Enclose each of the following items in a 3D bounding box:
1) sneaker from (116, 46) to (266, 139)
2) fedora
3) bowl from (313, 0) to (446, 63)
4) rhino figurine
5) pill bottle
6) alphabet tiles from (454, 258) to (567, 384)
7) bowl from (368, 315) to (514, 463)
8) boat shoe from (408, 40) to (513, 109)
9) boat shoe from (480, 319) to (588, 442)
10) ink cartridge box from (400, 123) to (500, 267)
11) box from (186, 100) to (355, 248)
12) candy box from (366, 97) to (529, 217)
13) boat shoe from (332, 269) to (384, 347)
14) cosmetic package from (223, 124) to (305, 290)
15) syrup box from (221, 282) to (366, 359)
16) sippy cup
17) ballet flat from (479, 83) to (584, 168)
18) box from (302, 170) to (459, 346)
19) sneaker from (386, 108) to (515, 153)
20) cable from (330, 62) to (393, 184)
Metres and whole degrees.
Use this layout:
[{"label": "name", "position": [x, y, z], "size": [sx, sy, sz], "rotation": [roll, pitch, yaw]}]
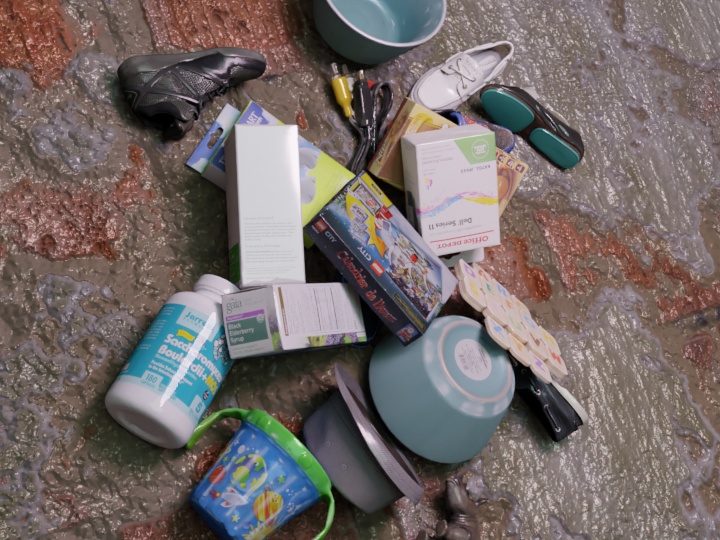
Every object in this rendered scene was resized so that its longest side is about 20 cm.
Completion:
[{"label": "sneaker", "position": [-0.213, -0.233, 1.479], "size": [0.199, 0.076, 0.115], "rotation": [-12, 78, -25]}, {"label": "fedora", "position": [-0.008, 0.222, 1.375], "size": [0.090, 0.177, 0.200], "rotation": [-36, 70, 1]}, {"label": "bowl", "position": [0.011, -0.377, 1.601], "size": [0.200, 0.105, 0.201], "rotation": [12, 60, -21]}, {"label": "rhino figurine", "position": [0.119, 0.348, 1.419], "size": [0.087, 0.060, 0.201], "rotation": [30, 59, -34]}, {"label": "pill bottle", "position": [-0.211, 0.103, 1.332], "size": [0.111, 0.111, 0.200], "rotation": [33, 61, -10]}, {"label": "alphabet tiles", "position": [0.205, 0.067, 1.513], "size": [0.200, 0.015, 0.196], "rotation": [39, 20, -20]}, {"label": "bowl", "position": [0.122, 0.139, 1.450], "size": [0.200, 0.105, 0.201], "rotation": [17, 54, -25]}, {"label": "boat shoe", "position": [0.154, -0.296, 1.671], "size": [0.200, 0.069, 0.071], "rotation": [-38, 90, -30]}, {"label": "boat shoe", "position": [0.223, 0.156, 1.535], "size": [0.066, 0.075, 0.199], "rotation": [-44, 93, -12]}, {"label": "ink cartridge box", "position": [0.125, -0.089, 1.516], "size": [0.117, 0.067, 0.201], "rotation": [-11, 111, -14]}, {"label": "box", "position": [-0.119, -0.136, 1.500], "size": [0.200, 0.048, 0.122], "rotation": [35, 60, -10]}, {"label": "candy box", "position": [0.123, -0.145, 1.565], "size": [0.200, 0.055, 0.116], "rotation": [25, 99, -23]}, {"label": "boat shoe", "position": [0.000, 0.000, 1.490], "size": [0.084, 0.069, 0.201], "rotation": [5, 69, -23]}, {"label": "cosmetic package", "position": [-0.121, -0.076, 1.399], "size": [0.085, 0.108, 0.201], "rotation": [-3, 83, -14]}, {"label": "syrup box", "position": [-0.078, 0.060, 1.365], "size": [0.200, 0.079, 0.082], "rotation": [-2, 80, -61]}, {"label": "sippy cup", "position": [-0.125, 0.256, 1.310], "size": [0.130, 0.178, 0.140], "rotation": [-45, 129, -20]}, {"label": "ballet flat", "position": [0.263, -0.233, 1.706], "size": [0.200, 0.068, 0.069], "rotation": [36, 50, -20]}, {"label": "box", "position": [0.030, -0.018, 1.432], "size": [0.200, 0.038, 0.137], "rotation": [49, 39, -7]}, {"label": "sneaker", "position": [0.142, -0.195, 1.623], "size": [0.199, 0.078, 0.076], "rotation": [1, 71, -24]}, {"label": "cable", "position": [0.005, -0.200, 1.597], "size": [0.097, 0.050, 0.201], "rotation": [2, 82, -39]}]
